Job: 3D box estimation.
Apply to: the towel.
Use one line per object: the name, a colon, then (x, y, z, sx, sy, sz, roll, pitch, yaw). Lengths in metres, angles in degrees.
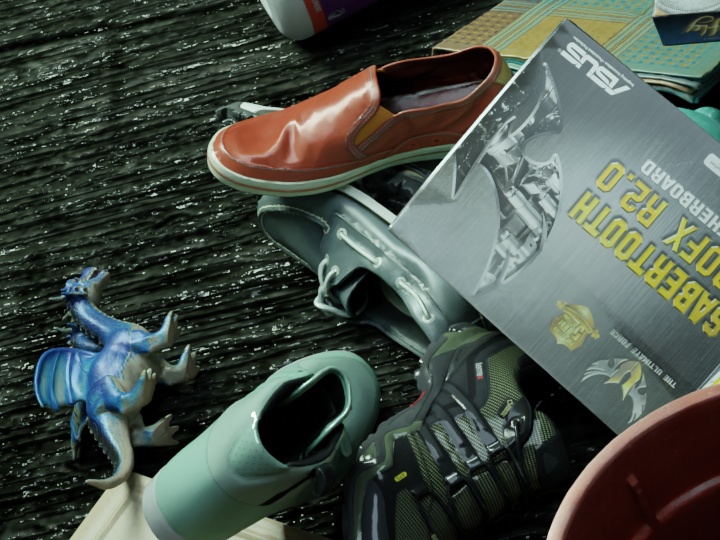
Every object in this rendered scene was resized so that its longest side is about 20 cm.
towel: (0.165, -0.151, 1.552, 0.200, 0.022, 0.147, 10, 31, 35)

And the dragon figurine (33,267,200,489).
dragon figurine: (-0.162, 0.077, 1.477, 0.099, 0.059, 0.200, -8, 42, 20)

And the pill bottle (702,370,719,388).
pill bottle: (0.219, 0.093, 1.250, 0.200, 0.104, 0.104, -42, 45, -17)

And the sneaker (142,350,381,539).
sneaker: (-0.022, 0.084, 1.333, 0.118, 0.074, 0.200, -36, 0, 39)

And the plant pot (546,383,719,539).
plant pot: (0.203, 0.186, 1.096, 0.200, 0.195, 0.201, -13, 43, 12)

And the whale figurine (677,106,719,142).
whale figurine: (0.152, -0.061, 1.437, 0.159, 0.104, 0.200, -33, 40, -8)

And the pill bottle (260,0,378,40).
pill bottle: (0.012, -0.252, 1.686, 0.200, 0.113, 0.113, -28, 42, -3)

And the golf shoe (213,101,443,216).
golf shoe: (-0.003, -0.072, 1.553, 0.200, 0.078, 0.094, 24, 50, 32)

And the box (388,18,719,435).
box: (0.139, -0.017, 1.328, 0.200, 0.048, 0.158, 43, 94, 21)

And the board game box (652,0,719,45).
board game box: (0.272, -0.203, 1.387, 0.199, 0.035, 0.136, -3, 63, 18)

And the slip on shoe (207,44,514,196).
slip on shoe: (0.002, -0.096, 1.473, 0.199, 0.061, 0.074, -12, 43, 1)

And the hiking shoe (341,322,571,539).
hiking shoe: (0.061, 0.108, 1.330, 0.100, 0.076, 0.200, 2, 48, 31)

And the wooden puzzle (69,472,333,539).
wooden puzzle: (-0.116, 0.209, 1.347, 0.200, 0.037, 0.185, 11, 53, 39)

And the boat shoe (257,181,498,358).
boat shoe: (0.000, 0.000, 1.471, 0.200, 0.073, 0.062, 27, 59, 35)
